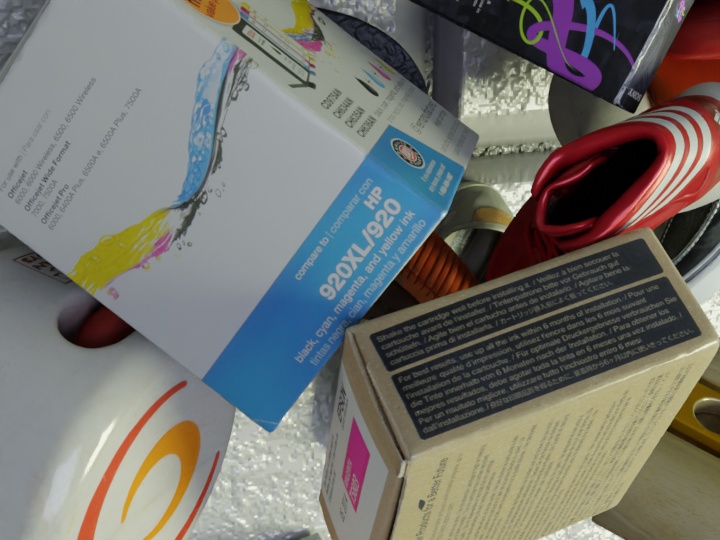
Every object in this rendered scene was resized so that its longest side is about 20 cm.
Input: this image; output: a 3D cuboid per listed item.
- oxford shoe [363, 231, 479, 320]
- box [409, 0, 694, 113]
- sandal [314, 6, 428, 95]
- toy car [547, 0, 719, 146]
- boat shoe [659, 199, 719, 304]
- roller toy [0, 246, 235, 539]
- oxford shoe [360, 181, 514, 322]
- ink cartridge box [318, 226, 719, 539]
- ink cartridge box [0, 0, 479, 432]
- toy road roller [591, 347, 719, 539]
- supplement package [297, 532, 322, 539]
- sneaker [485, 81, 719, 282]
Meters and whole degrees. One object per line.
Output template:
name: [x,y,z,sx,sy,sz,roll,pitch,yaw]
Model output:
oxford shoe: [0.000,0.000,0.798,0.200,0.071,0.073,40,115,2]
box: [0.093,-0.189,0.718,0.036,0.199,0.144,11,110,-59]
sandal: [-0.047,-0.124,0.774,0.199,0.045,0.076,26,95,-11]
toy car: [0.186,-0.156,0.762,0.174,0.150,0.202,-20,89,-10]
boat shoe: [0.237,-0.068,0.885,0.071,0.072,0.201,35,84,-19]
roller toy: [-0.163,0.085,0.715,0.201,0.139,0.183,-58,160,-25]
oxford shoe: [0.042,0.041,0.855,0.075,0.058,0.201,20,103,-26]
ink cartridge box: [0.069,0.080,0.687,0.164,0.075,0.201,-17,152,-16]
ink cartridge box: [-0.067,-0.057,0.674,0.199,0.147,0.145,37,112,-3]
toy road roller: [0.213,0.138,0.887,0.200,0.122,0.147,-43,154,-47]
supplement package: [-0.093,0.270,0.862,0.198,0.114,0.110,-18,114,-11]
sneaker: [0.104,-0.029,0.714,0.115,0.079,0.200,-13,155,-42]
